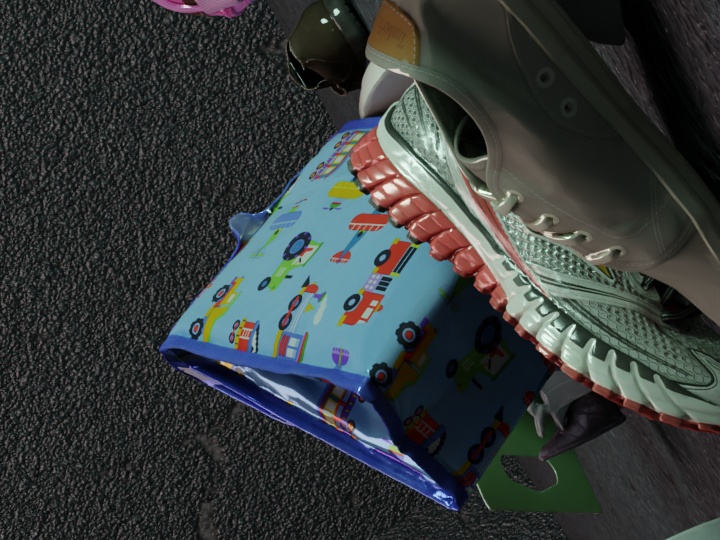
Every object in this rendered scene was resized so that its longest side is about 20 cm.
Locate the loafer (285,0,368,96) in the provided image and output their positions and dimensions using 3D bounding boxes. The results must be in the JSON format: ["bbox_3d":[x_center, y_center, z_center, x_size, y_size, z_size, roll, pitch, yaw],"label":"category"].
[{"bbox_3d":[-0.034,-0.191,1.749,0.073,0.071,0.200,59,179,10],"label":"loafer"}]

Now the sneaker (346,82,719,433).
[{"bbox_3d":[0.086,-0.011,0.782,0.200,0.082,0.078,42,-168,18],"label":"sneaker"}]

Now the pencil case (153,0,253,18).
[{"bbox_3d":[-0.060,-0.181,1.011,0.200,0.090,0.094,-55,-46,-67],"label":"pencil case"}]

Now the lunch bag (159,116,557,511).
[{"bbox_3d":[0.000,0.000,0.937,0.199,0.151,0.094,17,153,47],"label":"lunch bag"}]

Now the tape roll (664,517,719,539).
[{"bbox_3d":[0.147,0.223,0.950,0.140,0.202,0.203,58,179,22],"label":"tape roll"}]

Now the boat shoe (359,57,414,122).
[{"bbox_3d":[0.030,-0.107,1.046,0.200,0.074,0.093,108,160,-66],"label":"boat shoe"}]

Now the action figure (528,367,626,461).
[{"bbox_3d":[0.091,0.000,1.151,0.201,0.069,0.130,64,-170,-2],"label":"action figure"}]

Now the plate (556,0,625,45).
[{"bbox_3d":[0.014,-0.182,0.644,0.200,0.032,0.200,59,179,26],"label":"plate"}]

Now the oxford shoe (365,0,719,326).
[{"bbox_3d":[0.070,-0.035,0.674,0.200,0.058,0.075,43,179,-32],"label":"oxford shoe"}]

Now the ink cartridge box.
[{"bbox_3d":[0.087,0.048,1.238,0.145,0.048,0.201,11,-133,-54],"label":"ink cartridge box"}]
